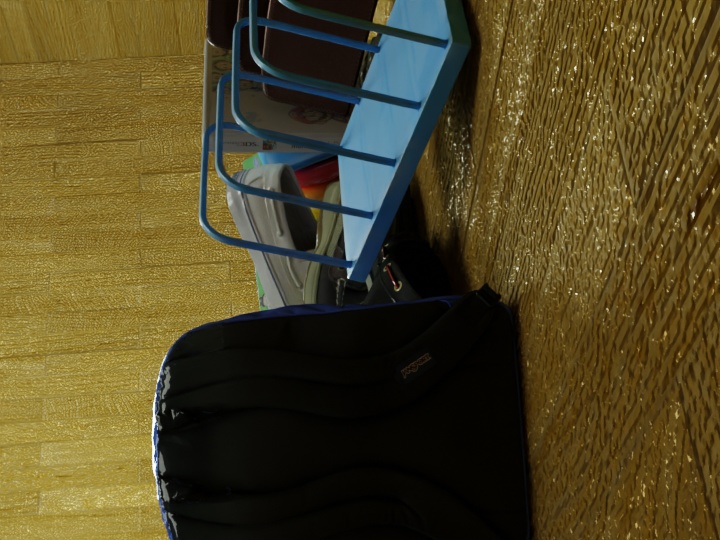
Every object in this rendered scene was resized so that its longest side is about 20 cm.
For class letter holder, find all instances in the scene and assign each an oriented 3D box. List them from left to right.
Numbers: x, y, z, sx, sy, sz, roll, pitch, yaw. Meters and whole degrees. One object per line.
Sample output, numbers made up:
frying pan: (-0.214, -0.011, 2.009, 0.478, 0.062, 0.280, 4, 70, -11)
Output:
letter holder: (-0.057, -0.254, 1.004, 0.101, 0.141, 0.201, -96, 19, -56)

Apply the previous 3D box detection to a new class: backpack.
backpack: (-0.016, 0.104, 0.680, 0.168, 0.198, 0.164, 111, 155, -80)

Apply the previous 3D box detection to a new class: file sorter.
file sorter: (-0.026, -0.120, 0.777, 0.140, 0.121, 0.201, -96, 23, -45)

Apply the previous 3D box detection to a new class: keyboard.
keyboard: (0.033, -0.041, 1.115, 0.200, 0.020, 0.128, 107, 155, -75)

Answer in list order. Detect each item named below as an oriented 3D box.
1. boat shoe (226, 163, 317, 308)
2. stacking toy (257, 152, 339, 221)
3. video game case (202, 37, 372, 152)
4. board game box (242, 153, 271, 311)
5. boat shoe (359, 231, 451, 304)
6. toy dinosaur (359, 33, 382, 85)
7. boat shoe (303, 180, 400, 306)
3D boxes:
boat shoe: (-0.049, -0.007, 1.078, 0.201, 0.069, 0.071, 67, -150, -17)
stacking toy: (-0.025, -0.063, 1.161, 0.116, 0.109, 0.201, -119, 10, -58)
video game case: (-0.055, -0.165, 1.093, 0.201, 0.180, 0.024, -99, 11, -54)
board game box: (-0.057, -0.005, 1.183, 0.134, 0.029, 0.202, 28, -133, -52)
boat shoe: (0.037, 0.013, 0.853, 0.074, 0.063, 0.202, 47, -163, -8)
toy dinosaur: (0.025, -0.160, 0.962, 0.200, 0.047, 0.089, -168, 81, -82)
boat shoe: (0.001, 0.000, 0.961, 0.072, 0.066, 0.202, 45, -144, -40)
